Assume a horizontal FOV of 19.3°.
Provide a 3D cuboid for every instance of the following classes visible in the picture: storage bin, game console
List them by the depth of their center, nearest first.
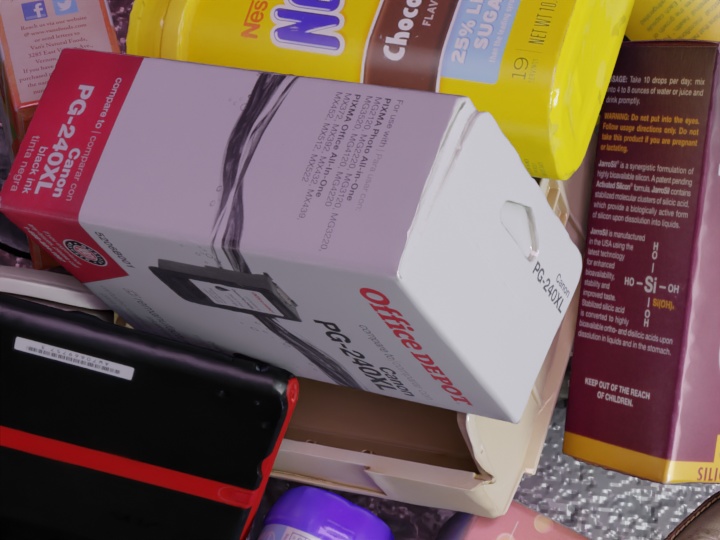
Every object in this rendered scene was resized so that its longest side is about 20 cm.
[{"bbox_3d":[-0.140,0.075,0.984,0.200,0.177,0.031,15,46,-5],"label":"game console"},{"bbox_3d":[0.000,0.000,1.018,0.200,0.094,0.199,7,66,27],"label":"storage bin"}]

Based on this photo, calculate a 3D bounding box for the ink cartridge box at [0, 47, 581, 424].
[{"bbox_3d":[-0.027,-0.015,0.892,0.200,0.145,0.083,11,68,30],"label":"ink cartridge box"}]

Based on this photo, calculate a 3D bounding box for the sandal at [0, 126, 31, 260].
[{"bbox_3d":[-0.230,-0.067,1.076,0.200,0.048,0.075,19,72,-4],"label":"sandal"}]

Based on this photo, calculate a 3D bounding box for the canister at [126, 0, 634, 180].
[{"bbox_3d":[0.014,-0.121,0.959,0.200,0.087,0.149,10,61,20],"label":"canister"}]

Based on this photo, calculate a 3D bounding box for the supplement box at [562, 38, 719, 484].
[{"bbox_3d":[0.172,-0.003,0.992,0.110,0.086,0.200,5,93,-30],"label":"supplement box"}]

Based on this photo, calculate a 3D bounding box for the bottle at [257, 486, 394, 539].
[{"bbox_3d":[-0.051,0.203,1.005,0.065,0.084,0.200,27,72,-1],"label":"bottle"}]

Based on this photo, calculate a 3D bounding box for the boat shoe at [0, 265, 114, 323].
[{"bbox_3d":[-0.207,0.025,1.016,0.202,0.072,0.060,4,88,21],"label":"boat shoe"}]

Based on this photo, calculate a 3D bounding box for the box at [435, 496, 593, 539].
[{"bbox_3d":[0.107,0.222,1.012,0.200,0.106,0.152,27,71,-1],"label":"box"}]

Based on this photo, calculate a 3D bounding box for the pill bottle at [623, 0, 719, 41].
[{"bbox_3d":[0.188,-0.129,1.131,0.104,0.104,0.200,-40,83,-17],"label":"pill bottle"}]

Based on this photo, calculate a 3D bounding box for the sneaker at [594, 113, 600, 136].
[{"bbox_3d":[0.100,-0.088,1.102,0.200,0.075,0.076,21,84,15],"label":"sneaker"}]

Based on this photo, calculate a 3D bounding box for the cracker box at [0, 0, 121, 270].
[{"bbox_3d":[-0.155,-0.120,1.033,0.058,0.134,0.200,-12,59,-11],"label":"cracker box"}]

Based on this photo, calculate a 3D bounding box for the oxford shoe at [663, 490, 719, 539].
[{"bbox_3d":[0.144,0.176,0.935,0.070,0.075,0.200,31,68,4],"label":"oxford shoe"}]
